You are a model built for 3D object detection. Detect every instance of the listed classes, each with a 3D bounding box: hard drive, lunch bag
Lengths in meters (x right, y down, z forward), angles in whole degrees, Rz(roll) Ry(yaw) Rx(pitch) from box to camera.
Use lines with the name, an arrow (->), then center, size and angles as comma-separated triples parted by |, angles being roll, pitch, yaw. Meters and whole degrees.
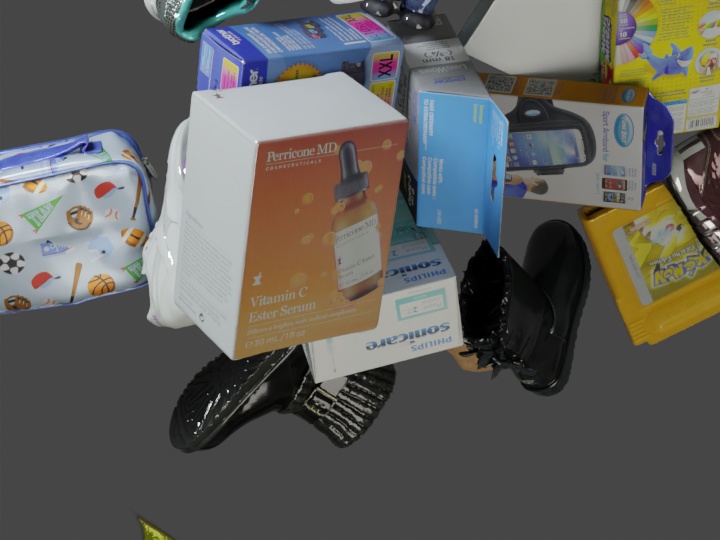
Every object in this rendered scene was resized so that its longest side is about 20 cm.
hard drive -> 0.206, -0.228, 1.636 | 0.199, 0.026, 0.132 | 21, 116, -28
lunch bag -> -0.280, -0.049, 1.593 | 0.198, 0.076, 0.161 | -13, 125, -6

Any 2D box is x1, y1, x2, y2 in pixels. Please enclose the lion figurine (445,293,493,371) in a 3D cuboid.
lion figurine -> 0.110, 0.067, 1.789 | 0.122, 0.073, 0.200 | -22, 135, 21

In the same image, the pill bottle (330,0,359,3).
pill bottle -> 0.000, -0.330, 1.414 | 0.113, 0.114, 0.201 | -18, 103, -3

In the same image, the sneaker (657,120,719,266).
sneaker -> 0.386, -0.071, 1.734 | 0.115, 0.076, 0.200 | -35, 126, 6

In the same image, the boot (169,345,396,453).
boot -> -0.078, 0.140, 1.780 | 0.211, 0.080, 0.158 | -42, 125, 14

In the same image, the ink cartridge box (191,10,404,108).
ink cartridge box -> -0.070, -0.142, 1.502 | 0.199, 0.076, 0.137 | -11, 124, -31

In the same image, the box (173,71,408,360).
box -> -0.060, -0.047, 1.440 | 0.151, 0.106, 0.201 | -12, 124, -32

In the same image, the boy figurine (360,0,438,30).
boy figurine -> 0.051, -0.315, 1.505 | 0.123, 0.065, 0.201 | 16, 118, 4

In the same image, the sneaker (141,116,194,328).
sneaker -> -0.165, -0.044, 1.562 | 0.099, 0.201, 0.075 | -18, 152, 39

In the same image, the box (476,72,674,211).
box -> 0.196, -0.122, 1.642 | 0.199, 0.042, 0.120 | 8, 130, 17

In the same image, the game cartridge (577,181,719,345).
game cartridge -> 0.339, -0.024, 1.816 | 0.175, 0.033, 0.201 | -27, 126, 3

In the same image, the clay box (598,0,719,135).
clay box -> 0.285, -0.222, 1.617 | 0.114, 0.048, 0.201 | -8, 126, -9

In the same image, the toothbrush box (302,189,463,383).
toothbrush box -> 0.000, 0.000, 1.628 | 0.145, 0.200, 0.086 | -13, 128, -6

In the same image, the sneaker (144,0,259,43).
sneaker -> -0.093, -0.261, 1.484 | 0.199, 0.091, 0.078 | -35, 126, 9

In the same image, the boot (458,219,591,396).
boot -> 0.156, 0.016, 1.679 | 0.073, 0.200, 0.162 | -4, 156, 32

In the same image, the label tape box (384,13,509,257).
label tape box -> 0.072, -0.121, 1.563 | 0.063, 0.200, 0.145 | -7, 126, -11
